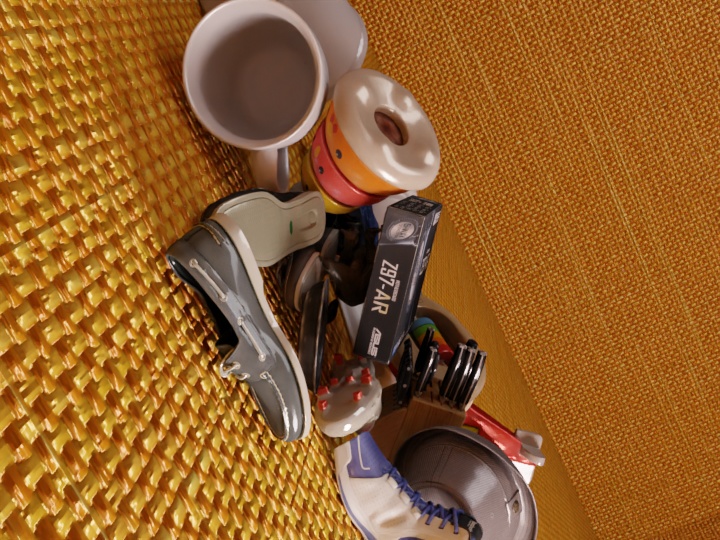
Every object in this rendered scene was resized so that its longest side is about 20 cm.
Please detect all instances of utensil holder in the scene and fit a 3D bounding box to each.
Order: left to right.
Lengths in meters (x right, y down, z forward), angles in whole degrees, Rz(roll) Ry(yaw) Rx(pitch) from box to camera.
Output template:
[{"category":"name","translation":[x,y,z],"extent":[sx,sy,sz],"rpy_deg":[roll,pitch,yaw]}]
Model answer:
[{"category":"utensil holder","translation":[-0.102,-0.345,1.116],"extent":[0.200,0.167,0.173],"rpy_deg":[37,30,-61]}]

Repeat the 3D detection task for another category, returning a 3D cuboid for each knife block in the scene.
[{"category":"knife block","translation":[0.092,0.172,0.965],"extent":[0.203,0.172,0.064],"rpy_deg":[61,14,-20]}]

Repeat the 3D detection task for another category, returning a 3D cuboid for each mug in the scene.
[{"category":"mug","translation":[-0.103,-0.181,0.905],"extent":[0.175,0.143,0.206],"rpy_deg":[-72,158,-82]}]

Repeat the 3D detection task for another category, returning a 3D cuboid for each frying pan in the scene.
[{"category":"frying pan","translation":[-0.042,0.044,0.857],"extent":[0.192,0.030,0.117],"rpy_deg":[-83,179,-56]}]

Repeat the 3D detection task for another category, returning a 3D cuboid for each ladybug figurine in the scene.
[{"category":"ladybug figurine","translation":[0.086,0.108,1.079],"extent":[0.133,0.073,0.202],"rpy_deg":[1,39,-27]}]

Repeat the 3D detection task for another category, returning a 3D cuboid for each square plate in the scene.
[{"category":"square plate","translation":[0.022,0.087,1.165],"extent":[0.200,0.028,0.202],"rpy_deg":[40,29,-64]}]

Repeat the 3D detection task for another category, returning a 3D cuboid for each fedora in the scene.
[{"category":"fedora","translation":[0.100,0.273,0.896],"extent":[0.090,0.173,0.205],"rpy_deg":[-44,137,-51]}]

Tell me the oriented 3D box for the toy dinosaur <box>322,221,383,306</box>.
[{"category":"toy dinosaur","translation":[0.000,0.000,0.958],"extent":[0.200,0.075,0.105],"rpy_deg":[-69,163,-79]}]

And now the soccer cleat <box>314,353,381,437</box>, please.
[{"category":"soccer cleat","translation":[-0.005,0.140,0.851],"extent":[0.200,0.067,0.080],"rpy_deg":[-71,148,-81]}]

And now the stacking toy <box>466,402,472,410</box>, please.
[{"category":"stacking toy","translation":[0.093,0.116,1.187],"extent":[0.086,0.084,0.203],"rpy_deg":[51,14,-48]}]

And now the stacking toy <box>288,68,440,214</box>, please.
[{"category":"stacking toy","translation":[-0.019,-0.109,0.916],"extent":[0.144,0.199,0.149],"rpy_deg":[25,46,-29]}]

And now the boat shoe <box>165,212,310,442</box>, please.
[{"category":"boat shoe","translation":[-0.101,0.058,0.676],"extent":[0.061,0.072,0.204],"rpy_deg":[-29,105,-34]}]

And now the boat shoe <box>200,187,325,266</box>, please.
[{"category":"boat shoe","translation":[-0.104,-0.046,0.822],"extent":[0.199,0.066,0.074],"rpy_deg":[-18,113,-65]}]

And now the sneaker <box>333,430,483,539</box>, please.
[{"category":"sneaker","translation":[0.058,0.249,0.818],"extent":[0.204,0.113,0.080],"rpy_deg":[68,12,8]}]

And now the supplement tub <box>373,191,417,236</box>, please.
[{"category":"supplement tub","translation":[0.007,-0.130,1.232],"extent":[0.145,0.142,0.203],"rpy_deg":[52,18,-45]}]

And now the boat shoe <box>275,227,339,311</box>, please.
[{"category":"boat shoe","translation":[-0.068,-0.006,0.923],"extent":[0.200,0.055,0.069],"rpy_deg":[-62,162,-70]}]

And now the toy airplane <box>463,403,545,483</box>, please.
[{"category":"toy airplane","translation":[0.176,0.263,1.231],"extent":[0.198,0.142,0.199],"rpy_deg":[40,5,40]}]

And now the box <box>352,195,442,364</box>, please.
[{"category":"box","translation":[0.047,0.002,0.945],"extent":[0.200,0.042,0.164],"rpy_deg":[-35,139,-77]}]

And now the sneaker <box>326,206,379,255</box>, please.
[{"category":"sneaker","translation":[-0.022,-0.068,1.062],"extent":[0.201,0.076,0.072],"rpy_deg":[76,19,-63]}]
